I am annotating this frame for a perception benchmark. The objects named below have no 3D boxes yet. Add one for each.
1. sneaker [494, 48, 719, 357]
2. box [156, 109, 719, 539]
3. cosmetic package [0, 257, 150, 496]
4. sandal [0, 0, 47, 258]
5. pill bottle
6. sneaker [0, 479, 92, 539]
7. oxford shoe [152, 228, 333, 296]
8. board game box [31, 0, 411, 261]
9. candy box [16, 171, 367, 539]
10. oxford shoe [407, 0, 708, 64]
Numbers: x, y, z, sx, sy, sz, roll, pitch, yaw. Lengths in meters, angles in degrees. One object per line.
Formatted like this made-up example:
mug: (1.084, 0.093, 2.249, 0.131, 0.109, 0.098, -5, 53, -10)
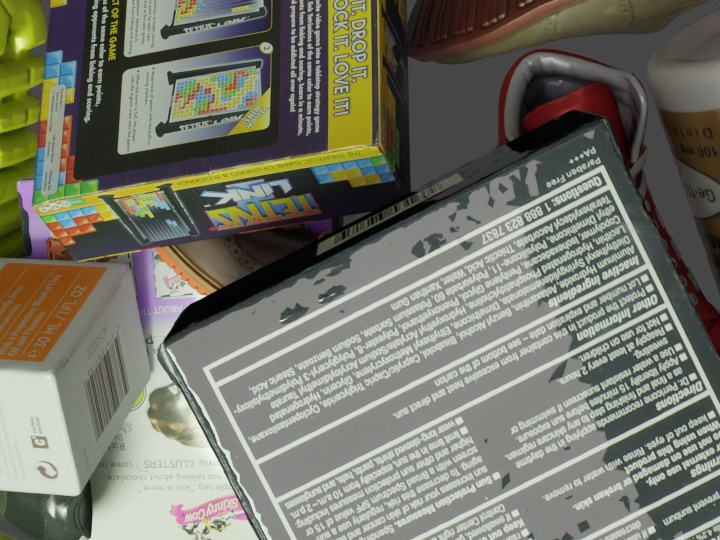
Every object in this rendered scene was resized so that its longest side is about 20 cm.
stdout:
sneaker: (0.120, -0.013, 0.931, 0.071, 0.113, 0.200, -28, 64, -11)
box: (0.051, 0.066, 0.851, 0.200, 0.123, 0.199, -26, 95, 3)
cosmetic package: (-0.215, 0.046, 0.988, 0.199, 0.102, 0.071, 2, 122, 16)
sandal: (-0.213, -0.056, 1.058, 0.087, 0.079, 0.201, 9, 101, 21)
pill bottle: (0.215, -0.024, 0.945, 0.114, 0.114, 0.200, -17, 107, 16)
sneaker: (-0.209, 0.099, 1.040, 0.200, 0.084, 0.075, 21, 119, 48)
oxford shoe: (0.000, 0.000, 0.947, 0.200, 0.071, 0.073, 21, 113, 5)
board game box: (-0.062, -0.113, 0.954, 0.165, 0.057, 0.200, -8, 58, 13)
candy box: (-0.077, 0.041, 1.050, 0.167, 0.072, 0.201, -1, 103, 12)
oxford shoe: (0.102, -0.127, 0.949, 0.075, 0.071, 0.200, 31, 152, -33)
